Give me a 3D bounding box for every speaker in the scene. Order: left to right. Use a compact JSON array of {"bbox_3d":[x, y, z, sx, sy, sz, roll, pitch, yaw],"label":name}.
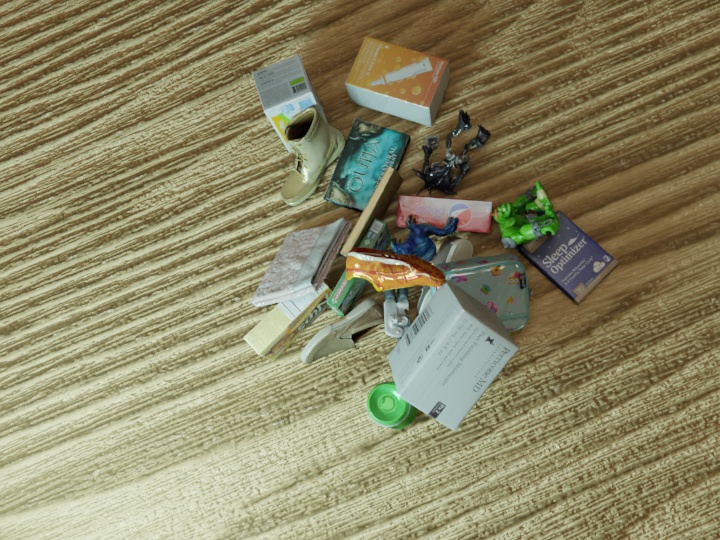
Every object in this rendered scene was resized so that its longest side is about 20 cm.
[{"bbox_3d":[0.064,0.264,1.500,0.088,0.200,0.089,-2,76,9],"label":"speaker"}]

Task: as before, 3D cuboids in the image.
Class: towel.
[{"bbox_3d":[-0.124,-0.019,1.600,0.191,0.032,0.200,-14,38,41],"label":"towel"}]

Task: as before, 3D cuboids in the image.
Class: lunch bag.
[{"bbox_3d":[0.245,0.056,1.555,0.200,0.077,0.161,-8,105,0],"label":"lunch bag"}]

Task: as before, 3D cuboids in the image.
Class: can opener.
[{"bbox_3d":[0.072,0.053,1.626,0.053,0.066,0.200,2,68,-7],"label":"can opener"}]

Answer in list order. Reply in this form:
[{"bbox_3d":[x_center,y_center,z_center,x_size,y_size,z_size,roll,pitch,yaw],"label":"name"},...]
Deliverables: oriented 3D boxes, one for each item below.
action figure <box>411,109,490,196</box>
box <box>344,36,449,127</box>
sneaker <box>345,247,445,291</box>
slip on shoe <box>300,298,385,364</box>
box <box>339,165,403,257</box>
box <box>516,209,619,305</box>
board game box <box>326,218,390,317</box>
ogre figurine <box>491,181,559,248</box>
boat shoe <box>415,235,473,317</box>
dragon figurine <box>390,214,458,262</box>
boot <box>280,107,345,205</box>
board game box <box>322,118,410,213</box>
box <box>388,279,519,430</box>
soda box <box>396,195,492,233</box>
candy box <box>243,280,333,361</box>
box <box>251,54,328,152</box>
[{"bbox_3d":[0.192,-0.241,1.659,0.119,0.102,0.200,31,124,-12],"label":"action figure"},{"bbox_3d":[0.085,-0.421,1.720,0.200,0.097,0.124,19,80,12],"label":"box"},{"bbox_3d":[0.069,0.007,1.503,0.200,0.073,0.077,12,108,18],"label":"sneaker"},{"bbox_3d":[-0.033,0.139,1.614,0.200,0.076,0.061,-35,68,-9],"label":"slip on shoe"},{"bbox_3d":[0.026,-0.115,1.596,0.021,0.163,0.200,30,93,7],"label":"box"},{"bbox_3d":[0.420,-0.039,1.610,0.121,0.032,0.200,-45,73,-3],"label":"box"},{"bbox_3d":[0.000,0.000,1.609,0.029,0.135,0.200,28,81,11],"label":"board game box"},{"bbox_3d":[0.339,-0.105,1.580,0.120,0.098,0.200,-30,42,18],"label":"ogre figurine"},{"bbox_3d":[0.167,0.021,1.618,0.060,0.072,0.200,29,96,54],"label":"boat shoe"},{"bbox_3d":[0.118,-0.047,1.582,0.099,0.059,0.200,37,88,22],"label":"dragon figurine"},{"bbox_3d":[-0.129,-0.245,1.669,0.073,0.155,0.200,41,94,26],"label":"boot"},{"bbox_3d":[0.015,-0.229,1.719,0.135,0.028,0.200,19,80,12],"label":"board game box"},{"bbox_3d":[0.166,0.152,1.434,0.131,0.200,0.199,33,100,-12],"label":"box"},{"bbox_3d":[0.180,-0.120,1.641,0.200,0.063,0.070,4,94,9],"label":"soda box"},{"bbox_3d":[-0.143,0.097,1.617,0.200,0.115,0.055,-45,75,-4],"label":"candy box"},{"bbox_3d":[-0.146,-0.360,1.685,0.112,0.200,0.101,-20,70,5],"label":"box"}]
